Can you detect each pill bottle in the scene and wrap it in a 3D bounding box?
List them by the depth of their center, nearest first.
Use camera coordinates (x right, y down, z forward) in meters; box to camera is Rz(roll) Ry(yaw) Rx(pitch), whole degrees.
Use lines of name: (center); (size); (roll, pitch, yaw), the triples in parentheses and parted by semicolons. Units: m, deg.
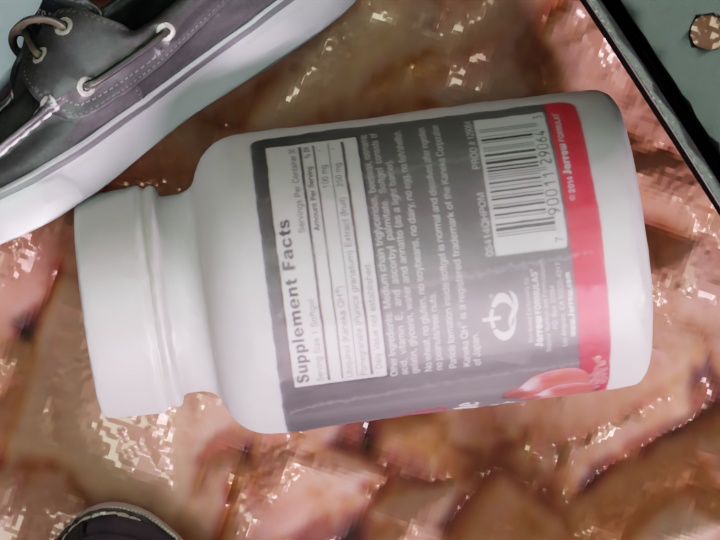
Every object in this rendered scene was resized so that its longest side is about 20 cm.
pill bottle: (0.000, 0.000, 0.919); (0.199, 0.111, 0.111); (-7, 92, -1)

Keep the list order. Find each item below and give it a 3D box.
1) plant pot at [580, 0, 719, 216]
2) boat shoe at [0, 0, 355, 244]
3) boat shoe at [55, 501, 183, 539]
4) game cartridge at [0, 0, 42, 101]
plant pot: (0.172, -0.114, 0.888); (0.200, 0.177, 0.200); (-34, 92, 1)
boat shoe: (-0.092, -0.079, 0.920); (0.200, 0.070, 0.066); (-33, 112, -9)
boat shoe: (-0.038, 0.165, 0.946); (0.200, 0.063, 0.073); (41, 90, -2)
game cartridge: (-0.188, -0.107, 0.950); (0.200, 0.041, 0.133); (-41, 89, 0)
